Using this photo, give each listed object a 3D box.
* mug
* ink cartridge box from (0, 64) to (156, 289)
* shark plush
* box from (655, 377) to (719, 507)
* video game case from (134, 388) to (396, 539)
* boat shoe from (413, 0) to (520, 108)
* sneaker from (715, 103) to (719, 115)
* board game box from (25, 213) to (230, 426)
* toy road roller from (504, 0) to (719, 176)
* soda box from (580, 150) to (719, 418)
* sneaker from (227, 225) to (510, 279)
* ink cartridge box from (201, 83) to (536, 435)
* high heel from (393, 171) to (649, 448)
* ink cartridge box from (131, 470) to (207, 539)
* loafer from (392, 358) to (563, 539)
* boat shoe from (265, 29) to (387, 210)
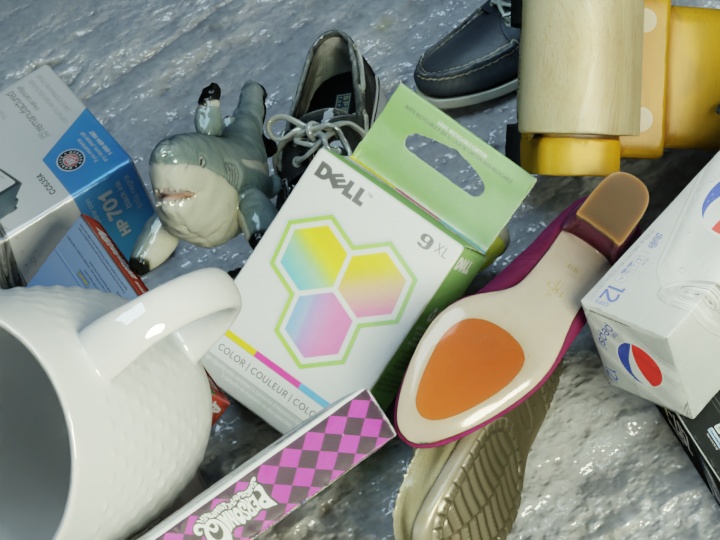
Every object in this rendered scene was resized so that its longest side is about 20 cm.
[{"bbox_3d":[-0.141,0.065,1.395,0.200,0.175,0.148,-41,77,25],"label":"mug"},{"bbox_3d":[-0.244,-0.023,1.748,0.199,0.086,0.146,-32,41,-12],"label":"ink cartridge box"},{"bbox_3d":[-0.075,-0.073,1.616,0.090,0.084,0.200,-5,23,28],"label":"shark plush"},{"bbox_3d":[0.234,0.036,1.496,0.160,0.044,0.200,-25,41,-3],"label":"box"},{"bbox_3d":[-0.094,0.146,1.429,0.200,0.036,0.181,-34,-1,-28],"label":"video game case"},{"bbox_3d":[0.118,-0.173,1.760,0.199,0.062,0.075,-27,42,-4],"label":"boat shoe"},{"bbox_3d":[0.314,-0.102,1.570,0.199,0.060,0.104,-7,10,26],"label":"sneaker"},{"bbox_3d":[-0.150,0.059,1.566,0.103,0.019,0.200,-51,41,10],"label":"board game box"},{"bbox_3d":[0.162,-0.117,1.597,0.145,0.124,0.200,2,2,0],"label":"toy road roller"},{"bbox_3d":[0.209,-0.016,1.478,0.063,0.068,0.200,23,58,40],"label":"soda box"},{"bbox_3d":[0.000,0.021,1.609,0.199,0.075,0.077,-24,51,12],"label":"sneaker"},{"bbox_3d":[0.000,0.000,1.538,0.104,0.059,0.201,35,94,16],"label":"ink cartridge box"},{"bbox_3d":[0.087,0.034,1.487,0.200,0.096,0.067,-42,79,-18],"label":"high heel"},{"bbox_3d":[-0.215,0.128,1.603,0.176,0.045,0.200,-38,42,-18],"label":"ink cartridge box"},{"bbox_3d":[0.056,0.092,1.501,0.068,0.076,0.200,0,36,26],"label":"loafer"},{"bbox_3d":[-0.021,-0.074,1.712,0.073,0.068,0.200,-5,44,20],"label":"boat shoe"}]
